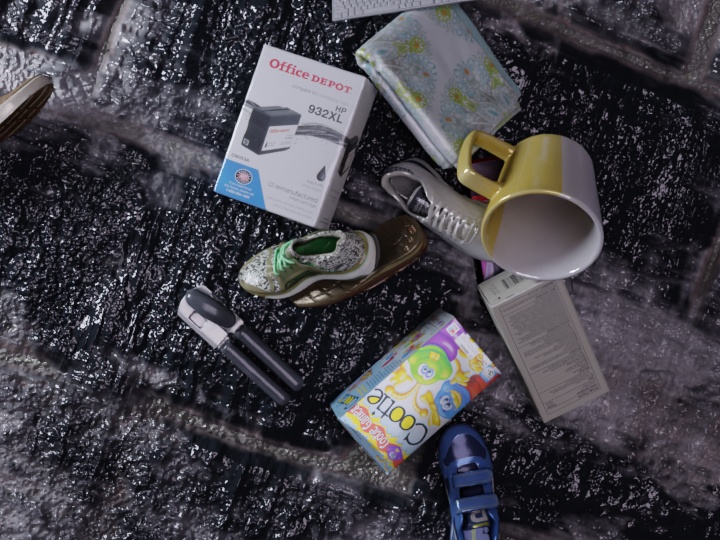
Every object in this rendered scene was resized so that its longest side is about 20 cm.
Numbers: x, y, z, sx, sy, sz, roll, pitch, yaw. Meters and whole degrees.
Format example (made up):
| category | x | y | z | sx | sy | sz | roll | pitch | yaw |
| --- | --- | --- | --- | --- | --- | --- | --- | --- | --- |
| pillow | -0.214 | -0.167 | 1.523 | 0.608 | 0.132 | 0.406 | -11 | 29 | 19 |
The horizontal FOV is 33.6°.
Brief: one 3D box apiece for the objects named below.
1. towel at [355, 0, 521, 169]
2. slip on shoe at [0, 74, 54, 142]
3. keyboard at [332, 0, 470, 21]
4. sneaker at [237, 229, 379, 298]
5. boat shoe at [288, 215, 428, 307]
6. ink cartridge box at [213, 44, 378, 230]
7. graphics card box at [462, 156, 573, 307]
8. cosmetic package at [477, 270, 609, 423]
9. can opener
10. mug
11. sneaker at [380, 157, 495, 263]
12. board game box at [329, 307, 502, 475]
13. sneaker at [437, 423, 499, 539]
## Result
| category | x | y | z | sx | sy | sz | roll | pitch | yaw |
| --- | --- | --- | --- | --- | --- | --- | --- | --- | --- |
| towel | 0.108 | -0.248 | 1.546 | 0.200 | 0.048 | 0.171 | 51 | 55 | -8 |
| slip on shoe | -0.477 | -0.187 | 1.502 | 0.200 | 0.076 | 0.061 | -42 | 86 | 3 |
| keyboard | 0.061 | -0.355 | 1.548 | 0.199 | 0.056 | 0.011 | -8 | 131 | 6 |
| sneaker | -0.080 | -0.021 | 1.525 | 0.199 | 0.089 | 0.077 | -15 | 63 | 24 |
| boat shoe | 0.000 | -0.001 | 1.573 | 0.200 | 0.068 | 0.072 | -27 | 64 | 11 |
| ink cartridge box | -0.082 | -0.169 | 1.528 | 0.145 | 0.084 | 0.201 | 20 | 91 | 10 |
| graphics card box | 0.210 | -0.057 | 1.610 | 0.125 | 0.051 | 0.201 | -9 | 96 | -7 |
| cosmetic package | 0.243 | 0.090 | 1.580 | 0.103 | 0.073 | 0.200 | -26 | 117 | 1 |
| can opener | -0.158 | 0.100 | 1.563 | 0.200 | 0.067 | 0.053 | 44 | 88 | -8 |
| mug | 0.226 | -0.105 | 1.492 | 0.149 | 0.153 | 0.187 | -14 | 130 | 27 |
| sneaker | 0.112 | -0.070 | 1.552 | 0.200 | 0.080 | 0.077 | 34 | 107 | 11 |
| board game box | 0.071 | 0.158 | 1.579 | 0.200 | 0.105 | 0.103 | -41 | 99 | -3 |
| sneaker | 0.152 | 0.307 | 1.613 | 0.074 | 0.082 | 0.201 | -10 | 93 | -6 |
